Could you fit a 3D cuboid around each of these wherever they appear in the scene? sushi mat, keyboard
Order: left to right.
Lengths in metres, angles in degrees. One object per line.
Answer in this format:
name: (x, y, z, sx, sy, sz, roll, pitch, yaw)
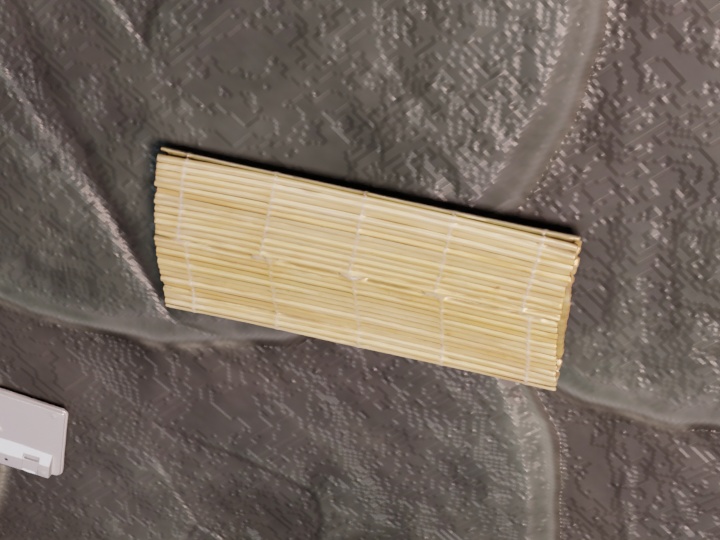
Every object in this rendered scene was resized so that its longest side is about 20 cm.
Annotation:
keyboard: (-0.256, 0.066, 0.934, 0.198, 0.011, 0.057, 17, 129, 2)
sushi mat: (0.000, 0.000, 0.787, 0.198, 0.012, 0.096, 12, 135, 8)
